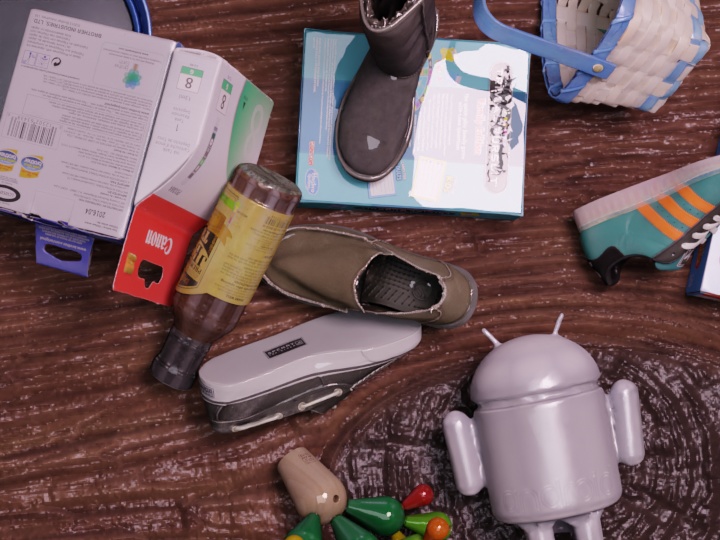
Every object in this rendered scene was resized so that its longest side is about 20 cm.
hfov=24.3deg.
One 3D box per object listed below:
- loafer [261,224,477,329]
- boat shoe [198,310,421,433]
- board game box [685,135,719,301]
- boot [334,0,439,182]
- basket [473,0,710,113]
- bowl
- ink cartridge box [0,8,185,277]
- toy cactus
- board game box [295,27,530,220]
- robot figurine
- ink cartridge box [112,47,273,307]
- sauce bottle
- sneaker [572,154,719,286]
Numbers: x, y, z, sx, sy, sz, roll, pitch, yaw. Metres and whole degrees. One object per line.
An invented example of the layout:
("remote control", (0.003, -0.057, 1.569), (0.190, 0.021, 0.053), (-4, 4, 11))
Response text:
("loafer", (0.000, 0.000, 1.425), (0.199, 0.070, 0.076), (10, 86, 16))
("boat shoe", (-0.041, 0.087, 1.443), (0.199, 0.071, 0.064), (-16, 121, -12))
("board game box", (0.406, -0.053, 1.472), (0.195, 0.056, 0.201), (14, 87, -2))
("boot", (0.023, -0.171, 1.338), (0.072, 0.200, 0.183), (14, 86, -1))
("basket", (0.184, -0.225, 1.405), (0.199, 0.139, 0.177), (23, 45, -18))
("bowl", (-0.280, -0.200, 1.451), (0.199, 0.039, 0.202), (0, 87, -3))
("ink cartridge box", (-0.227, -0.100, 1.378), (0.136, 0.076, 0.201), (14, 85, 14))
("toy cactus", (-0.014, 0.215, 1.406), (0.199, 0.103, 0.165), (-23, 58, -31))
("board game box", (0.045, -0.126, 1.461), (0.199, 0.047, 0.152), (4, 86, -3))
("robot figurine", (0.157, 0.141, 1.421), (0.169, 0.113, 0.201), (-11, 88, -2))
("ink cartridge box", (-0.136, -0.069, 1.391), (0.050, 0.161, 0.201), (12, 86, 13))
("sauce bottle", (-0.119, 0.008, 1.423), (0.064, 0.065, 0.201), (27, 100, -1))
("sneaker", (0.280, -0.046, 1.425), (0.199, 0.071, 0.080), (-22, 84, 33))
